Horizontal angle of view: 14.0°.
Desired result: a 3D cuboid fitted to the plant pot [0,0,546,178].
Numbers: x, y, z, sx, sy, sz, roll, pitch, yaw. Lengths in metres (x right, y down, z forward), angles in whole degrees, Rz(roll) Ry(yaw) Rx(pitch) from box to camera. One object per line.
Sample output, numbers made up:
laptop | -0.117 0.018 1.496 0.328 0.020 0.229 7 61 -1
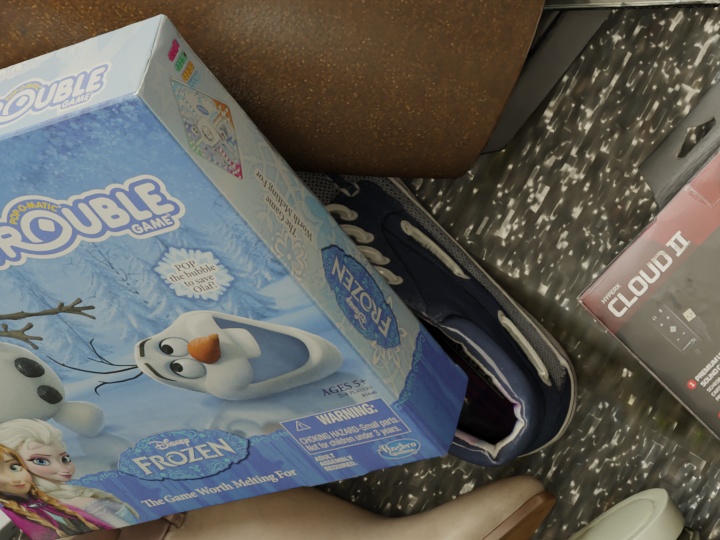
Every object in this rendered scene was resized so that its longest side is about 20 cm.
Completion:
plant pot | -0.037 -0.114 1.078 0.199 0.187 0.188 21 97 -8

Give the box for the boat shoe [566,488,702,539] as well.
boat shoe | 0.060 0.166 1.153 0.202 0.072 0.060 -38 100 19

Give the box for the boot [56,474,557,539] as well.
boot | -0.036 0.105 1.166 0.200 0.070 0.146 -44 69 13

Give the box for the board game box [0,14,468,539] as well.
board game box | -0.097 0.012 1.069 0.199 0.043 0.199 -15 131 33

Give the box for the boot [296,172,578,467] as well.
boot | 0.000 0.000 1.151 0.200 0.090 0.073 37 99 9

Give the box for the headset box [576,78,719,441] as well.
headset box | 0.192 0.012 1.115 0.200 0.077 0.149 44 100 9

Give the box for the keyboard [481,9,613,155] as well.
keyboard | 0.063 -0.158 1.169 0.127 0.021 0.200 38 99 9

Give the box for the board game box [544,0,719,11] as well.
board game box | 0.061 -0.167 1.144 0.199 0.028 0.136 -1 92 13

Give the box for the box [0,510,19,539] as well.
box | -0.229 0.050 1.233 0.156 0.041 0.200 -40 82 11
